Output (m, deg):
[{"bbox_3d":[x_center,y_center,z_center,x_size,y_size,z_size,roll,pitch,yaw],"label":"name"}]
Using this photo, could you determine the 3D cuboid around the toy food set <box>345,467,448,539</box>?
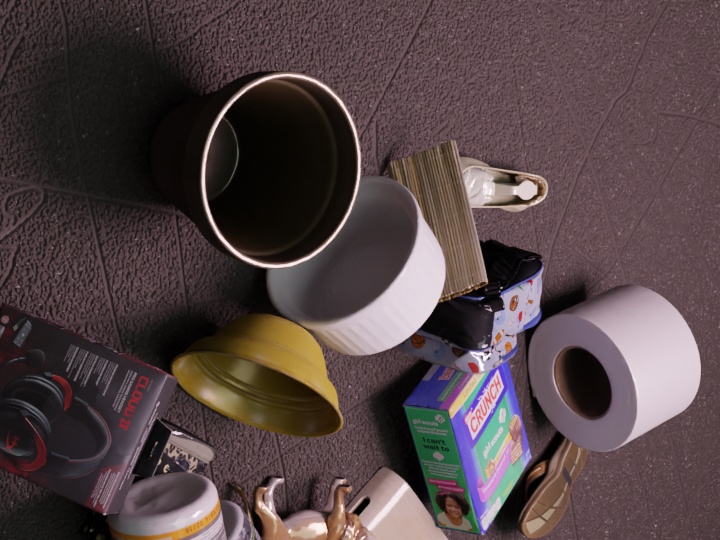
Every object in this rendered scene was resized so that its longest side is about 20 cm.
[{"bbox_3d":[0.038,0.378,1.672,0.144,0.060,0.200,-45,117,-23],"label":"toy food set"}]

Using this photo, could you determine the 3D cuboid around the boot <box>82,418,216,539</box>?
[{"bbox_3d":[-0.264,0.222,1.367,0.203,0.073,0.154,30,83,-38],"label":"boot"}]

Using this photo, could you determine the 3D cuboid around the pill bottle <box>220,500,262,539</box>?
[{"bbox_3d":[-0.140,0.371,1.481,0.106,0.106,0.200,-42,123,-25],"label":"pill bottle"}]

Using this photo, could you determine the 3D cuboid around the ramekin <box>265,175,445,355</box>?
[{"bbox_3d":[0.000,0.000,1.458,0.201,0.200,0.098,-56,136,-15],"label":"ramekin"}]

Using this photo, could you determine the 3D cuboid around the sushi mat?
[{"bbox_3d":[0.089,-0.057,1.518,0.012,0.095,0.201,40,35,-57],"label":"sushi mat"}]

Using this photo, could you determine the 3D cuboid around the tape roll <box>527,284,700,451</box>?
[{"bbox_3d":[0.352,0.134,1.776,0.139,0.202,0.203,-21,113,-34],"label":"tape roll"}]

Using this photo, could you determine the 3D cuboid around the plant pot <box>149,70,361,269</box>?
[{"bbox_3d":[-0.127,-0.114,1.335,0.199,0.173,0.201,-11,107,-37],"label":"plant pot"}]

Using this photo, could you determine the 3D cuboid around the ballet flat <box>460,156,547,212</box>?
[{"bbox_3d":[0.167,-0.110,1.653,0.199,0.069,0.070,0,100,-40],"label":"ballet flat"}]

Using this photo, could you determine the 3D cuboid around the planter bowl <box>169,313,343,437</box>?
[{"bbox_3d":[-0.103,0.104,1.410,0.200,0.200,0.084,42,55,-38],"label":"planter bowl"}]

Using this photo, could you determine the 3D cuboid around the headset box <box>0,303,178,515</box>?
[{"bbox_3d":[-0.284,0.141,1.253,0.199,0.075,0.149,24,83,4],"label":"headset box"}]

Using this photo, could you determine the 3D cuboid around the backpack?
[{"bbox_3d":[0.138,0.035,1.590,0.190,0.200,0.155,-28,128,-43],"label":"backpack"}]

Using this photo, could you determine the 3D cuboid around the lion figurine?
[{"bbox_3d":[-0.069,0.316,1.545,0.199,0.072,0.123,6,95,-18],"label":"lion figurine"}]

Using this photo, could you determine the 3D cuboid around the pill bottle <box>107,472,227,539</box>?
[{"bbox_3d":[-0.190,0.323,1.329,0.116,0.116,0.201,-20,110,-35],"label":"pill bottle"}]

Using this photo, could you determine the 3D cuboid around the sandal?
[{"bbox_3d":[0.273,0.306,1.852,0.200,0.054,0.080,-56,136,-34],"label":"sandal"}]

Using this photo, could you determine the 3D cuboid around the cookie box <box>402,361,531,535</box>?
[{"bbox_3d":[0.143,0.213,1.671,0.171,0.075,0.201,-47,128,-46],"label":"cookie box"}]
